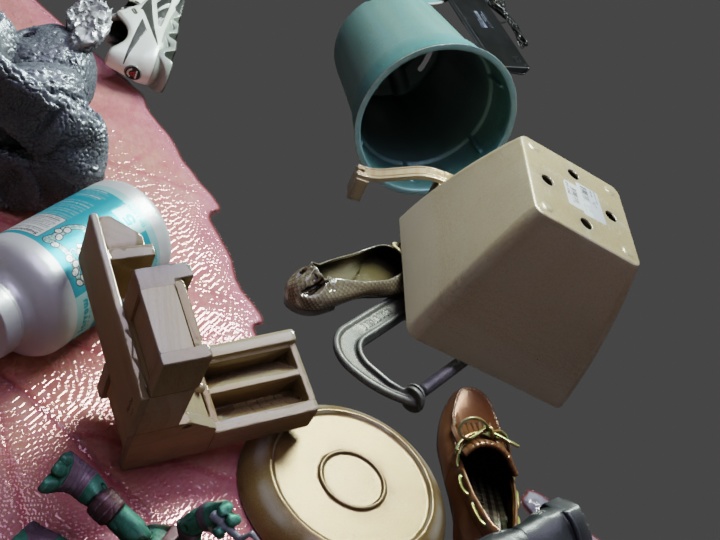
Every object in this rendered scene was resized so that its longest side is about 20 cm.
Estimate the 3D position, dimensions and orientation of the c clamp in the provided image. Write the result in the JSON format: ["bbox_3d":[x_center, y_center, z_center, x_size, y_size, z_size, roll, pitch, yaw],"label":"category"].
[{"bbox_3d":[0.072,0.088,1.277,0.171,0.027,0.199,45,40,21],"label":"c clamp"}]

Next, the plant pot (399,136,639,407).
[{"bbox_3d":[0.173,-0.016,1.302,0.199,0.177,0.200,26,34,-20],"label":"plant pot"}]

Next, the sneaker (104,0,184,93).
[{"bbox_3d":[-0.259,-0.296,1.481,0.088,0.074,0.201,17,38,-16],"label":"sneaker"}]

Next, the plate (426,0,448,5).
[{"bbox_3d":[0.050,-0.455,1.898,0.199,0.026,0.201,17,38,-13],"label":"plate"}]

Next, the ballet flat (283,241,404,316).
[{"bbox_3d":[0.000,0.000,1.312,0.199,0.047,0.067,-16,39,-41],"label":"ballet flat"}]

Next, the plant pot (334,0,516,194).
[{"bbox_3d":[0.061,-0.228,1.519,0.199,0.201,0.197,7,33,-25],"label":"plant pot"}]

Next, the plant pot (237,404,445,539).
[{"bbox_3d":[-0.011,0.191,1.105,0.199,0.028,0.201,18,38,-14],"label":"plant pot"}]

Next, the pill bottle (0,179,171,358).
[{"bbox_3d":[-0.265,0.003,1.099,0.111,0.111,0.200,36,39,11],"label":"pill bottle"}]

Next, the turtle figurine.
[{"bbox_3d":[-0.156,0.225,0.923,0.199,0.101,0.150,29,78,5],"label":"turtle figurine"}]

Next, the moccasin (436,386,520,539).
[{"bbox_3d":[0.111,0.179,1.148,0.073,0.078,0.202,21,34,-10],"label":"moccasin"}]

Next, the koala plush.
[{"bbox_3d":[-0.318,-0.174,1.239,0.183,0.178,0.201,30,35,-15],"label":"koala plush"}]

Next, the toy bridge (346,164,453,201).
[{"bbox_3d":[0.087,-0.083,1.452,0.199,0.067,0.027,19,38,-11],"label":"toy bridge"}]

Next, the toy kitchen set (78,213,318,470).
[{"bbox_3d":[-0.124,0.035,1.027,0.179,0.200,0.164,-10,64,-25],"label":"toy kitchen set"}]

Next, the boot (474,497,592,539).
[{"bbox_3d":[0.114,0.297,1.016,0.199,0.066,0.166,-19,87,-32],"label":"boot"}]

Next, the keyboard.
[{"bbox_3d":[0.193,-0.369,1.872,0.126,0.021,0.201,-5,56,-39],"label":"keyboard"}]
